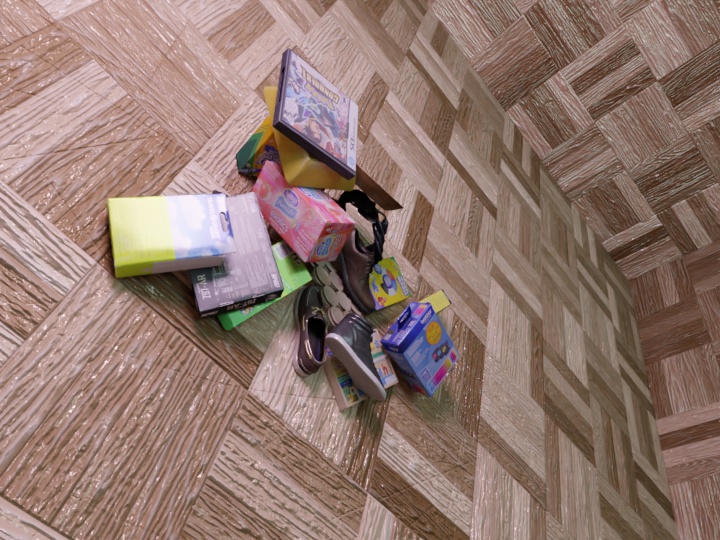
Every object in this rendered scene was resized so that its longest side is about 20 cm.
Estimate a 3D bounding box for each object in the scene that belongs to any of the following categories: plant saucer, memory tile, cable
[{"bbox_3d":[0.016,-0.198,1.260,0.199,0.036,0.200,42,8,-7],"label":"plant saucer"},{"bbox_3d":[-0.050,0.049,1.236,0.152,0.017,0.205,24,40,-55],"label":"memory tile"},{"bbox_3d":[-0.086,-0.269,1.103,0.197,0.048,0.207,-4,76,-50],"label":"plant saucer"},{"bbox_3d":[0.001,-0.104,1.324,0.050,0.198,0.168,-23,126,-29],"label":"cable"}]

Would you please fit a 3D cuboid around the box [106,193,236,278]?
[{"bbox_3d":[-0.318,-0.064,0.935,0.194,0.048,0.126,-7,69,-27],"label":"box"}]

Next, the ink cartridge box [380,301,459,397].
[{"bbox_3d":[0.135,0.172,1.298,0.137,0.075,0.203,-46,115,-25],"label":"ink cartridge box"}]

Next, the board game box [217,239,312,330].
[{"bbox_3d":[-0.194,0.025,1.046,0.197,0.030,0.097,-32,90,-30],"label":"board game box"}]

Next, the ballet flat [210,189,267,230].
[{"bbox_3d":[-0.224,-0.080,1.103,0.204,0.067,0.068,62,-5,-4],"label":"ballet flat"}]

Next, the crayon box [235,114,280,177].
[{"bbox_3d":[-0.167,-0.277,1.199,0.123,0.198,0.053,11,52,-45],"label":"crayon box"}]

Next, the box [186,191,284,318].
[{"bbox_3d":[-0.242,-0.032,1.007,0.155,0.044,0.206,-14,73,-23],"label":"box"}]

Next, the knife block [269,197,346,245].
[{"bbox_3d":[-0.110,-0.092,1.252,0.203,0.063,0.177,-56,158,-18],"label":"knife block"}]

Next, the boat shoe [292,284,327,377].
[{"bbox_3d":[-0.097,0.114,1.134,0.071,0.059,0.205,30,45,-33],"label":"boat shoe"}]

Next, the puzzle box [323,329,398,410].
[{"bbox_3d":[-0.001,0.212,1.214,0.197,0.025,0.137,-11,74,-53],"label":"puzzle box"}]

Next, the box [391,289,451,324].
[{"bbox_3d":[0.164,0.109,1.450,0.051,0.075,0.198,55,35,10],"label":"box"}]

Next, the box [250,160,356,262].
[{"bbox_3d":[-0.118,-0.117,1.090,0.200,0.096,0.101,45,26,25],"label":"box"}]

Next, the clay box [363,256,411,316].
[{"bbox_3d":[0.057,0.034,1.392,0.197,0.047,0.118,-17,79,-53],"label":"clay box"}]

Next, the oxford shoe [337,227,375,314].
[{"bbox_3d":[0.000,0.000,1.261,0.073,0.082,0.206,-37,107,-71],"label":"oxford shoe"}]

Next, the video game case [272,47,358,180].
[{"bbox_3d":[-0.079,-0.300,1.068,0.197,0.025,0.187,29,52,-39],"label":"video game case"}]

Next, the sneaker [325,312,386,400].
[{"bbox_3d":[0.012,0.174,1.145,0.202,0.069,0.100,55,49,-23],"label":"sneaker"}]
